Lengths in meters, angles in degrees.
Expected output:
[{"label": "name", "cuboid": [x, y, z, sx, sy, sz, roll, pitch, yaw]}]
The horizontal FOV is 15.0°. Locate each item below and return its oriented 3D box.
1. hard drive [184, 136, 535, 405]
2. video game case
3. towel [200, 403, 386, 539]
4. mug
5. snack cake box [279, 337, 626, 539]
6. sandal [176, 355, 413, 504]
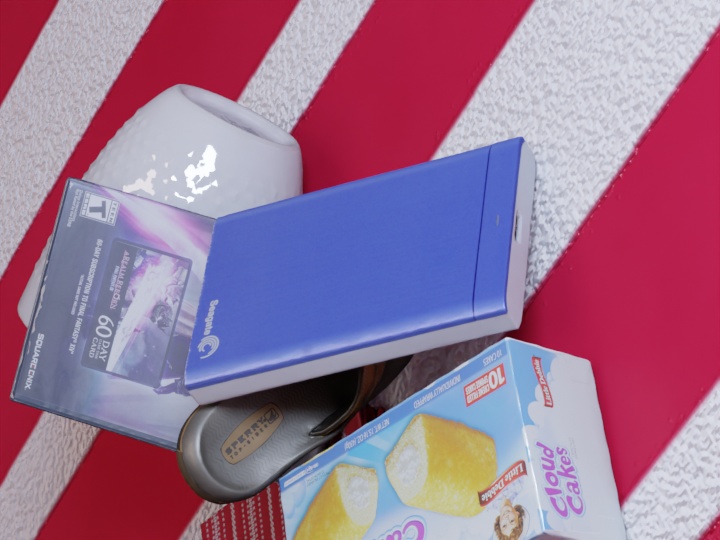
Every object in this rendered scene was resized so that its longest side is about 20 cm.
[{"label": "hard drive", "cuboid": [0.000, 0.000, 1.549, 0.200, 0.025, 0.132, -14, 44, 24]}, {"label": "video game case", "cuboid": [-0.103, 0.038, 1.657, 0.200, 0.019, 0.143, 16, 94, 13]}, {"label": "towel", "cuboid": [-0.035, 0.182, 1.669, 0.200, 0.022, 0.145, -39, 49, 45]}, {"label": "mug", "cuboid": [-0.125, -0.031, 1.765, 0.176, 0.147, 0.200, -63, 27, 12]}, {"label": "snack cake box", "cuboid": [0.047, 0.134, 1.498, 0.200, 0.067, 0.115, -34, 53, 39]}, {"label": "sandal", "cuboid": [-0.026, 0.054, 1.577, 0.200, 0.082, 0.055, -42, 7, -23]}]
